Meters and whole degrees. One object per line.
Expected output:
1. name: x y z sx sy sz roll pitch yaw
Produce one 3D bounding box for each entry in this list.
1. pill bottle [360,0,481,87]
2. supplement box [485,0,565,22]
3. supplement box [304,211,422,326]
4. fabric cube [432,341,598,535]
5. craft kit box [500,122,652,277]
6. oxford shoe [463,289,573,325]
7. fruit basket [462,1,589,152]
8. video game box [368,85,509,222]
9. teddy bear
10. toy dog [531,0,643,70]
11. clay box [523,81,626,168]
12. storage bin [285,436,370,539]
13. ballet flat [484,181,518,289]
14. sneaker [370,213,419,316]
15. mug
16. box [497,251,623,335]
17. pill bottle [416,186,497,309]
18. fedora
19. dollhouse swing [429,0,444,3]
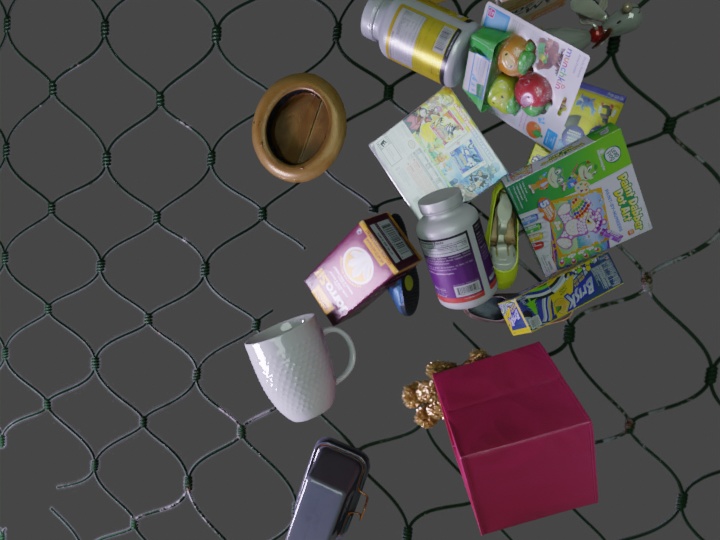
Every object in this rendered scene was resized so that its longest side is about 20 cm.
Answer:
1. pill bottle: 0.103 -0.415 0.931 0.199 0.112 0.113 33 101 17
2. supplement box: 0.273 -0.475 0.851 0.125 0.200 0.074 -22 87 14
3. supplement box: 0.000 0.000 0.966 0.200 0.085 0.111 -43 78 38
4. fabric cube: 0.253 0.275 0.883 0.198 0.200 0.197 -18 120 3
5. craft kit box: 0.371 -0.114 0.903 0.197 0.049 0.201 -28 115 12
6. oxford shoe: 0.288 0.074 0.963 0.198 0.073 0.072 -2 94 12
7. fruit basket: 0.259 -0.309 0.864 0.093 0.186 0.200 -30 61 -19
8. video game box: 0.144 -0.206 0.982 0.182 0.047 0.201 -34 88 15
9. teddy bear: 0.176 0.231 1.005 0.198 0.067 0.146 -14 95 13
10. toy dog: 0.353 -0.399 0.875 0.200 0.096 0.132 -39 63 12
11. clay box: 0.369 -0.223 0.932 0.114 0.048 0.201 21 98 9
12. storage bin: -0.065 0.464 1.042 0.145 0.134 0.201 21 100 9
13. ballet flat: 0.258 -0.063 0.960 0.066 0.067 0.202 3 96 11
14. sneaker: 0.058 -0.009 1.016 0.078 0.066 0.202 -10 98 36
15. mug: -0.102 0.183 1.031 0.199 0.148 0.177 -23 97 -18
16. box: 0.343 0.040 0.908 0.199 0.070 0.065 -24 84 -14
17. pill bottle: 0.167 -0.040 0.932 0.112 0.113 0.201 -16 111 13
18. fedora: -0.109 -0.269 1.011 0.199 0.082 0.202 3 101 14
19. dollhouse swing: 0.165 -0.622 0.945 0.198 0.176 0.183 -14 51 13
